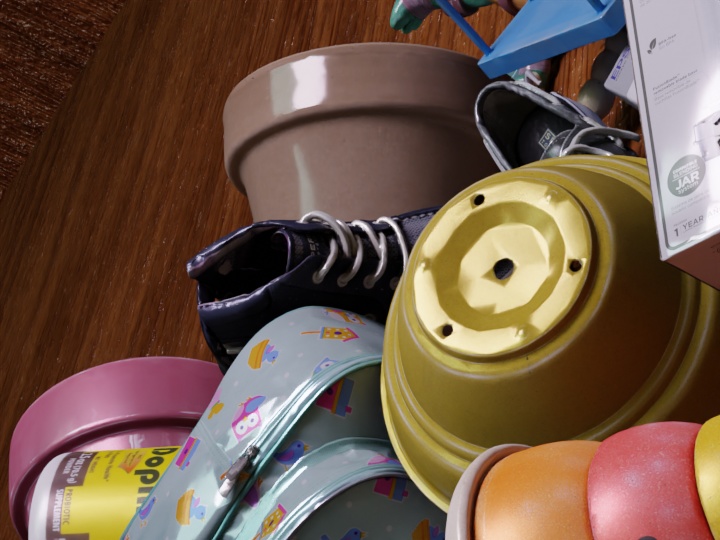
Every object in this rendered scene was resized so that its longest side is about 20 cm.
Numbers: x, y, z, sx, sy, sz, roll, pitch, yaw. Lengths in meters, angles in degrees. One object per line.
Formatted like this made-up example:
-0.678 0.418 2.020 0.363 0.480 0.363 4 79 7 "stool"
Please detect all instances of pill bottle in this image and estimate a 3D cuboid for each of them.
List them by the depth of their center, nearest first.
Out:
-0.090 0.159 1.205 0.109 0.198 0.111 -4 -90 -79 "pill bottle"

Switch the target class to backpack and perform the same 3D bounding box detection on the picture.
-0.011 0.129 1.060 0.153 0.175 0.201 24 86 59 "backpack"

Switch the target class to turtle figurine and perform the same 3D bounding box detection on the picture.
0.097 -0.177 1.298 0.199 0.150 0.101 17 54 36 "turtle figurine"

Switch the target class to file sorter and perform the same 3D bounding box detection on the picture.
0.122 -0.229 1.126 0.200 0.123 0.139 -51 16 -20 "file sorter"

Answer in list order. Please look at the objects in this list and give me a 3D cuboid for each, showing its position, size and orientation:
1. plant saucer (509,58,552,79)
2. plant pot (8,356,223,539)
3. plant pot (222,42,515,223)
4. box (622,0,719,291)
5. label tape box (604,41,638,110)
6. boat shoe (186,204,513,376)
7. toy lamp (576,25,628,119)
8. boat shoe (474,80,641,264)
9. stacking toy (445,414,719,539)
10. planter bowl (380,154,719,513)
0.116 -0.155 1.373 0.201 0.019 0.070 -59 17 18 "plant saucer"
-0.136 0.188 1.357 0.200 0.198 0.180 -50 36 37 "plant pot"
0.010 -0.018 1.239 0.200 0.198 0.176 146 129 -58 "plant pot"
0.180 -0.103 0.880 0.116 0.060 0.202 -29 53 36 "box"
0.192 -0.138 1.033 0.144 0.066 0.200 -61 18 7 "label tape box"
0.000 0.000 1.102 0.198 0.093 0.075 -24 59 5 "boat shoe"
0.135 -0.093 1.159 0.201 0.058 0.058 -65 16 3 "toy lamp"
0.118 -0.045 1.042 0.074 0.068 0.200 -53 36 19 "boat shoe"
0.143 0.097 0.762 0.199 0.146 0.147 -34 30 30 "stacking toy"
0.080 0.015 0.930 0.199 0.083 0.202 -15 56 23 "planter bowl"
